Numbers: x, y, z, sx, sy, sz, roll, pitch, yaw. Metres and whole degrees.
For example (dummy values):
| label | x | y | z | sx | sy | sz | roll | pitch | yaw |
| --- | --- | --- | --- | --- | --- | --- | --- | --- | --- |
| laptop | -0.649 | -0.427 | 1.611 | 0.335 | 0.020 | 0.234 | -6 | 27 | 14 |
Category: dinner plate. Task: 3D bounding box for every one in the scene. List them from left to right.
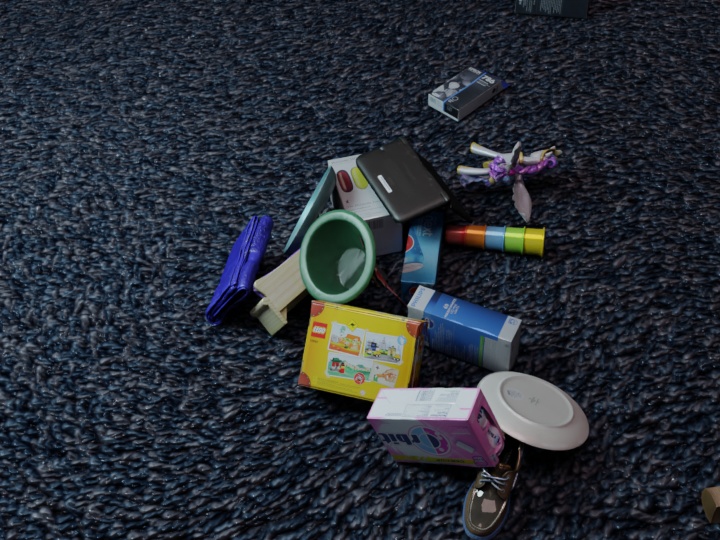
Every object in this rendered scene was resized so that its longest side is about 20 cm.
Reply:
| label | x | y | z | sx | sy | sz | roll | pitch | yaw |
| --- | --- | --- | --- | --- | --- | --- | --- | --- | --- |
| dinner plate | 0.292 | 0.226 | 1.512 | 0.198 | 0.024 | 0.201 | 12 | 28 | -7 |

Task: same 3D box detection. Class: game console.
| label | x | y | z | sx | sy | sz | roll | pitch | yaw |
| --- | --- | --- | --- | --- | --- | --- | --- | --- | --- |
| game console | 0.108 | -0.161 | 1.823 | 0.175 | 0.117 | 0.201 | -24 | 55 | -12 |

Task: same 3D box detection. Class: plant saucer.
| label | x | y | z | sx | sy | sz | roll | pitch | yaw |
| --- | --- | --- | --- | --- | --- | --- | --- | --- | --- |
| plant saucer | -0.097 | -0.116 | 1.808 | 0.027 | 0.200 | 0.201 | 28 | 49 | -7 |

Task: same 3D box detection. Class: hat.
| label | x | y | z | sx | sy | sz | roll | pitch | yaw |
| --- | --- | --- | --- | --- | --- | --- | --- | --- | --- |
| hat | 0.000 | 0.000 | 1.708 | 0.164 | 0.176 | 0.202 | -18 | 73 | 28 |

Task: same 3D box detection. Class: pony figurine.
| label | x | y | z | sx | sy | sz | roll | pitch | yaw |
| --- | --- | --- | --- | --- | --- | --- | --- | --- | --- |
| pony figurine | 0.312 | -0.211 | 1.907 | 0.198 | 0.168 | 0.193 | 3 | 37 | 27 |

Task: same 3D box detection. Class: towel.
| label | x | y | z | sx | sy | sz | roll | pitch | yaw |
| --- | --- | --- | --- | --- | --- | --- | --- | --- | --- |
| towel | -0.237 | -0.005 | 1.736 | 0.049 | 0.148 | 0.201 | 32 | 44 | -18 |

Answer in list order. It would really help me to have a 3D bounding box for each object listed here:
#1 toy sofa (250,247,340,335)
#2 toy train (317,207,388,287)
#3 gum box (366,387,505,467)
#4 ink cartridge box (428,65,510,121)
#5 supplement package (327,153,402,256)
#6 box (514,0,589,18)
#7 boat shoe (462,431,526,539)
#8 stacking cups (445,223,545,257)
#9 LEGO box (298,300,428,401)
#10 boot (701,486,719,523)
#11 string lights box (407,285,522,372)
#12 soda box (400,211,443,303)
| label | x | y | z | sx | sy | sz | roll | pitch | yaw |
| --- | --- | --- | --- | --- | --- | --- | --- | --- | --- |
| toy sofa | -0.122 | 0.022 | 1.716 | 0.098 | 0.083 | 0.200 | 49 | 60 | -2 |
| toy train | -0.014 | -0.040 | 1.748 | 0.046 | 0.200 | 0.034 | -21 | 29 | 42 |
| gum box | 0.125 | 0.249 | 1.438 | 0.199 | 0.114 | 0.066 | -5 | 39 | 36 |
| ink cartridge box | 0.266 | -0.439 | 2.183 | 0.099 | 0.039 | 0.200 | 34 | 56 | 31 |
| supplement package | 0.007 | -0.135 | 1.861 | 0.113 | 0.110 | 0.201 | -12 | 47 | -9 |
| box | 0.528 | -0.792 | 2.440 | 0.195 | 0.125 | 0.201 | 7 | 47 | 12 |
| boat shoe | 0.212 | 0.331 | 1.435 | 0.072 | 0.073 | 0.201 | 14 | 49 | 16 |
| stacking cups | 0.271 | -0.061 | 1.818 | 0.198 | 0.061 | 0.061 | 3 | 47 | 11 |
| LEGO box | 0.004 | 0.143 | 1.569 | 0.198 | 0.077 | 0.151 | 11 | 91 | 14 |
| boot | 0.619 | 0.407 | 1.351 | 0.154 | 0.077 | 0.201 | -2 | 39 | -4 |
| string lights box | 0.185 | 0.109 | 1.625 | 0.198 | 0.103 | 0.059 | 19 | 51 | 20 |
| soda box | 0.123 | -0.027 | 1.785 | 0.067 | 0.065 | 0.201 | 5 | 46 | 8 |
